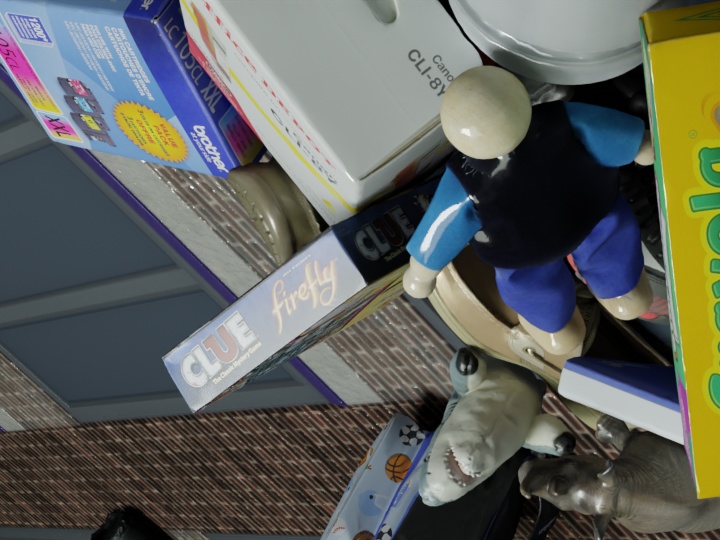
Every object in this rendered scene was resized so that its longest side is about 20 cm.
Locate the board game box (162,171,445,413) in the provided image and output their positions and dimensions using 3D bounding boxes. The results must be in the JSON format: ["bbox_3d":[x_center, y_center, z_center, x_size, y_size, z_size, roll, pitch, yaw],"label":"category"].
[{"bbox_3d":[0.000,0.000,0.932,0.135,0.200,0.035,-37,85,33],"label":"board game box"}]

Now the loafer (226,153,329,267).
[{"bbox_3d":[-0.025,-0.039,1.055,0.076,0.067,0.200,58,-175,7],"label":"loafer"}]

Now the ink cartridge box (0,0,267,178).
[{"bbox_3d":[-0.127,-0.133,1.062,0.198,0.077,0.137,11,146,34],"label":"ink cartridge box"}]

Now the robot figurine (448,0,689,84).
[{"bbox_3d":[0.092,-0.156,0.736,0.168,0.114,0.201,14,151,7],"label":"robot figurine"}]

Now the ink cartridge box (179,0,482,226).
[{"bbox_3d":[-0.019,-0.105,0.872,0.146,0.083,0.200,52,174,4],"label":"ink cartridge box"}]

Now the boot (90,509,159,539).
[{"bbox_3d":[-0.210,0.328,1.921,0.162,0.074,0.198,44,152,-12],"label":"boot"}]

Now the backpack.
[{"bbox_3d":[0.050,0.211,1.319,0.153,0.201,0.191,29,160,18],"label":"backpack"}]

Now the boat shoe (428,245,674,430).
[{"bbox_3d":[0.120,0.028,1.069,0.199,0.072,0.064,35,150,-26],"label":"boat shoe"}]

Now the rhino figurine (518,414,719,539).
[{"bbox_3d":[0.165,0.119,1.007,0.198,0.061,0.087,2,-165,-40],"label":"rhino figurine"}]

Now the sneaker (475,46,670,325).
[{"bbox_3d":[0.137,-0.044,0.917,0.201,0.071,0.098,47,152,-22],"label":"sneaker"}]

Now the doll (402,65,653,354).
[{"bbox_3d":[0.079,-0.026,0.815,0.049,0.135,0.200,66,-175,34],"label":"doll"}]

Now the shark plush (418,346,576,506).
[{"bbox_3d":[0.069,0.086,1.131,0.091,0.084,0.200,36,-167,-13],"label":"shark plush"}]

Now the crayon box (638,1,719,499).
[{"bbox_3d":[0.210,-0.016,0.722,0.170,0.058,0.202,-9,110,5],"label":"crayon box"}]

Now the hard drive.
[{"bbox_3d":[0.224,0.089,0.972,0.131,0.026,0.199,8,-172,-39],"label":"hard drive"}]
